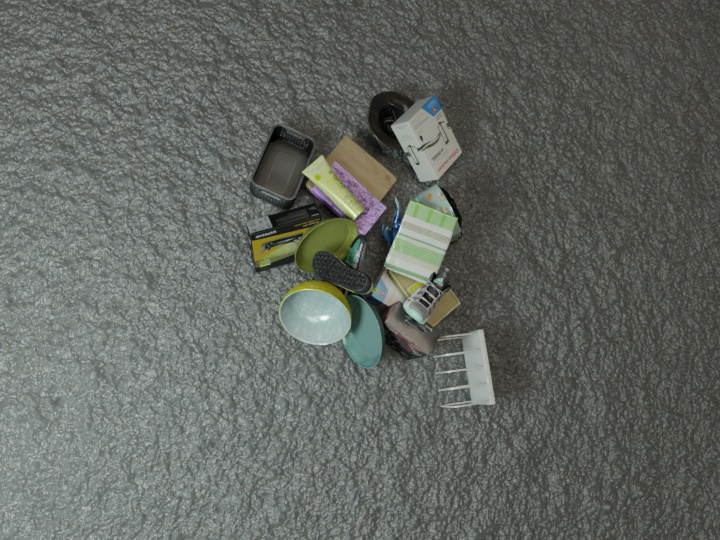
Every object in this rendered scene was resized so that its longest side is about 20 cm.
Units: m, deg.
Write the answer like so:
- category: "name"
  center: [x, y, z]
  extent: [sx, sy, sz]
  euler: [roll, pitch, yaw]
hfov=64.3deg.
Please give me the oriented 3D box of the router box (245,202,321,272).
- category: "router box"
  center: [-0.204, -0.087, 1.559]
  extent: [0.197, 0.159, 0.053]
  euler: [-18, 54, -16]

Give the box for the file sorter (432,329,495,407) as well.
- category: "file sorter"
  center: [0.281, 0.281, 1.613]
  extent: [0.122, 0.139, 0.204]
  euler: [-6, 80, -12]

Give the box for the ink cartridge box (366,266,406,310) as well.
- category: "ink cartridge box"
  center: [0.131, 0.081, 1.654]
  extent: [0.198, 0.067, 0.117]
  euler: [32, 72, -5]

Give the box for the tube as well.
- category: "tube"
  center: [-0.069, -0.222, 1.579]
  extent: [0.201, 0.052, 0.058]
  euler: [49, 35, 5]

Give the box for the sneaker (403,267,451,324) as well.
- category: "sneaker"
  center: [0.185, 0.052, 1.489]
  extent: [0.077, 0.200, 0.141]
  euler: [38, 109, 1]

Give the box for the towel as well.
- category: "towel"
  center: [0.165, -0.076, 1.565]
  extent: [0.147, 0.031, 0.203]
  euler: [20, 104, -4]

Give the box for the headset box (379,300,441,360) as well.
- category: "headset box"
  center: [0.121, 0.166, 1.564]
  extent: [0.148, 0.200, 0.076]
  euler: [37, 72, -3]

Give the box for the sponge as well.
- category: "sponge"
  center: [-0.034, -0.201, 1.621]
  extent: [0.199, 0.030, 0.112]
  euler: [41, 73, -3]

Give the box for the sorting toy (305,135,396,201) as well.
- category: "sorting toy"
  center: [-0.031, -0.251, 1.684]
  extent: [0.199, 0.070, 0.200]
  euler: [39, 73, -4]

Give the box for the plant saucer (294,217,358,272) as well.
- category: "plant saucer"
  center: [-0.098, -0.076, 1.579]
  extent: [0.197, 0.202, 0.031]
  euler: [-25, 57, -17]

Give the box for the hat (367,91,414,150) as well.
- category: "hat"
  center: [0.089, -0.447, 1.749]
  extent: [0.197, 0.081, 0.205]
  euler: [6, 78, -30]

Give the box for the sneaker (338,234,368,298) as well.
- category: "sneaker"
  center: [0.000, 0.000, 1.620]
  extent: [0.086, 0.074, 0.203]
  euler: [12, 107, -21]

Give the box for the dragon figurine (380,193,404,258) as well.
- category: "dragon figurine"
  center: [0.095, -0.109, 1.637]
  extent: [0.098, 0.059, 0.202]
  euler: [-25, 122, -5]

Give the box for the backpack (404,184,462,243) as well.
- category: "backpack"
  center: [0.213, -0.151, 1.654]
  extent: [0.151, 0.200, 0.178]
  euler: [-25, 86, 0]

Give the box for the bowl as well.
- category: "bowl"
  center: [-0.115, 0.093, 1.553]
  extent: [0.197, 0.202, 0.109]
  euler: [20, 39, -8]

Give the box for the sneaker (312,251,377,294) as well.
- category: "sneaker"
  center: [-0.044, 0.017, 1.542]
  extent: [0.198, 0.083, 0.073]
  euler: [31, 89, 24]

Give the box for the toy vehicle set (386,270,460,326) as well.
- category: "toy vehicle set"
  center: [0.179, 0.051, 1.623]
  extent: [0.123, 0.027, 0.201]
  euler: [-35, 87, -19]

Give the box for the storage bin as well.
- category: "storage bin"
  center: [-0.223, -0.294, 1.634]
  extent: [0.133, 0.094, 0.203]
  euler: [22, 73, -8]

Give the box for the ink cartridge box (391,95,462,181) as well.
- category: "ink cartridge box"
  center: [0.202, -0.391, 1.713]
  extent: [0.146, 0.084, 0.201]
  euler: [-47, 118, -26]

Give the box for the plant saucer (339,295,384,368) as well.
- category: "plant saucer"
  center: [0.009, 0.162, 1.548]
  extent: [0.035, 0.199, 0.204]
  euler: [-13, 81, -34]
